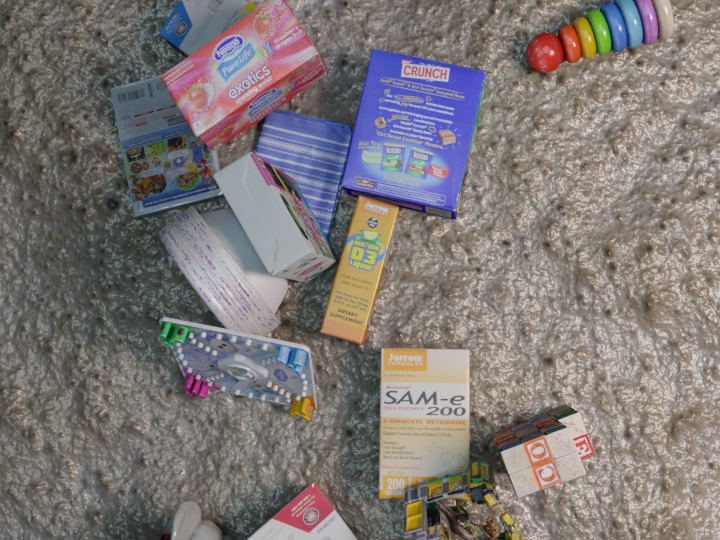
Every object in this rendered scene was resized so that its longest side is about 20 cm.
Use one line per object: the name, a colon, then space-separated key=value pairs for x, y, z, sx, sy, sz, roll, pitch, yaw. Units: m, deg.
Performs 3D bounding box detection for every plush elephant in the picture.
plush elephant: x=-0.254 y=0.397 z=1.100 sx=0.198 sy=0.155 sz=0.166 roll=2 pitch=129 yaw=37

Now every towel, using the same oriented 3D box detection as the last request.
towel: x=-0.097 y=-0.130 z=1.185 sx=0.143 sy=0.024 sz=0.203 roll=14 pitch=87 yaw=8

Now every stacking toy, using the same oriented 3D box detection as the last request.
stacking toy: x=0.332 y=-0.332 z=1.138 sx=0.197 sy=0.085 sz=0.087 roll=-21 pitch=83 yaw=10

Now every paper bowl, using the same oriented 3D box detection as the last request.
paper bowl: x=-0.174 y=-0.001 z=1.090 sx=0.104 sy=0.201 sz=0.202 roll=-36 pitch=82 yaw=-7

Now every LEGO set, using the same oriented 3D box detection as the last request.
LEGO set: x=0.135 y=0.356 z=1.025 sx=0.151 sy=0.116 sz=0.202 roll=-12 pitch=119 yaw=11

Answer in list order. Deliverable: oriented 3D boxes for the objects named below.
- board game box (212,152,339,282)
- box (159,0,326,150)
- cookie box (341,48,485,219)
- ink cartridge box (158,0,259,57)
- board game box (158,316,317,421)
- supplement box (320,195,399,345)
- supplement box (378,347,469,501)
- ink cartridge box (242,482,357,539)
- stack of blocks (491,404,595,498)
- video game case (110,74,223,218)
board game box: x=-0.105 y=-0.065 z=1.073 sx=0.064 sy=0.200 sz=0.149 roll=-31 pitch=83 yaw=5
box: x=-0.157 y=-0.268 z=1.100 sx=0.199 sy=0.095 sz=0.103 roll=-33 pitch=85 yaw=2
cookie box: x=0.078 y=-0.193 z=1.146 sx=0.169 sy=0.075 sz=0.203 roll=13 pitch=87 yaw=7
ink cartridge box: x=-0.180 y=-0.333 z=1.188 sx=0.199 sy=0.067 sz=0.117 roll=35 pitch=90 yaw=7
board game box: x=-0.161 y=0.138 z=1.084 sx=0.197 sy=0.201 sz=0.026 roll=11 pitch=59 yaw=7
supplement box: x=0.000 y=0.000 z=1.143 sx=0.066 sy=0.069 sz=0.203 roll=15 pitch=84 yaw=4
supplement box: x=0.088 y=0.208 z=1.111 sx=0.124 sy=0.074 sz=0.204 roll=0 pitch=85 yaw=5
ink cartridge box: x=-0.060 y=0.413 z=1.082 sx=0.145 sy=0.083 sz=0.201 roll=-36 pitch=83 yaw=-21
stack of blocks: x=0.236 y=0.227 z=1.031 sx=0.114 sy=0.200 sz=0.059 roll=-22 pitch=83 yaw=4
video game case: x=-0.291 y=-0.194 z=1.213 sx=0.141 sy=0.018 sz=0.203 roll=-13 pitch=84 yaw=4
